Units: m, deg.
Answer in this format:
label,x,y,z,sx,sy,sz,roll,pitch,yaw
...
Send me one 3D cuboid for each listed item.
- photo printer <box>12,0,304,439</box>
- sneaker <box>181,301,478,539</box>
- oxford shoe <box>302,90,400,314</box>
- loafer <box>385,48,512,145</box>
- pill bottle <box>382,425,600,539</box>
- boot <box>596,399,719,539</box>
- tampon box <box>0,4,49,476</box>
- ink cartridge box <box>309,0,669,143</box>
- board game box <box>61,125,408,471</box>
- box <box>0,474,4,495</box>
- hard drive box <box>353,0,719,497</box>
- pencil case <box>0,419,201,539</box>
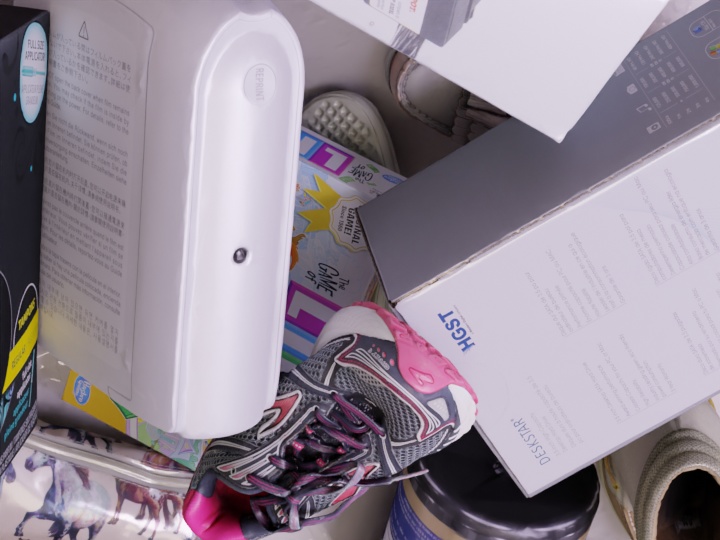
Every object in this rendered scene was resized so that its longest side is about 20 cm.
label,x,y,z,sx,sy,sz,roll,pitch,yaw
photo printer,-0.097,-0.048,0.752,0.069,0.166,0.202,-11,115,-39
sneaker,-0.016,0.081,0.770,0.081,0.075,0.200,43,144,-4
oxford shoe,0.000,0.000,0.878,0.074,0.058,0.202,4,116,28
loafer,0.111,-0.078,0.827,0.198,0.063,0.072,10,125,-13
pill bottle,0.061,0.185,0.979,0.111,0.112,0.201,7,125,-11
boot,0.177,0.132,0.926,0.071,0.155,0.201,-13,126,3
tampon box,-0.211,-0.005,0.699,0.125,0.150,0.202,8,112,5
ink cartridge box,0.018,-0.162,0.706,0.199,0.146,0.084,27,118,-23
board game box,-0.067,0.014,0.857,0.133,0.034,0.201,26,122,7
box,-0.231,0.060,0.839,0.116,0.048,0.202,10,85,-13
hard drive box,0.122,-0.007,0.778,0.199,0.077,0.156,-30,130,7
pencil case,-0.166,0.117,0.924,0.198,0.078,0.089,18,147,-17
